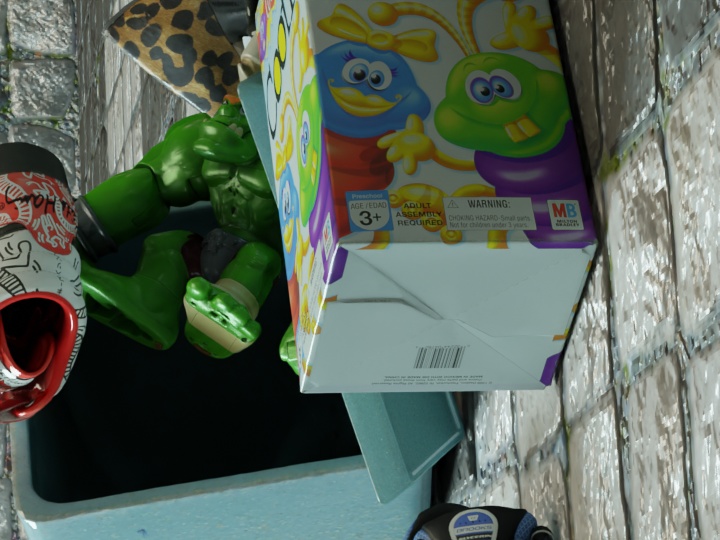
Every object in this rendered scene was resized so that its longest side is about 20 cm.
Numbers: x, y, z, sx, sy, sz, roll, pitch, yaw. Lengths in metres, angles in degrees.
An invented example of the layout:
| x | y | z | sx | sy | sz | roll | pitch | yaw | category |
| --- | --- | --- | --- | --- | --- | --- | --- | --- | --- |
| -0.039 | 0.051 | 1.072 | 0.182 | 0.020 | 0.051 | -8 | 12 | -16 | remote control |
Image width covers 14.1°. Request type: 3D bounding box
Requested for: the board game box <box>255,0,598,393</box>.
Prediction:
| x | y | z | sx | sy | sz | roll | pitch | yaw | category |
| --- | --- | --- | --- | --- | --- | --- | --- | --- | --- |
| 0.022 | -0.062 | 1.184 | 0.103 | 0.105 | 0.200 | 104 | 162 | -52 | board game box |

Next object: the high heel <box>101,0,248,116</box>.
| x | y | z | sx | sy | sz | roll | pitch | yaw | category |
| --- | --- | --- | --- | --- | --- | --- | --- | --- | --- |
| -0.070 | -0.055 | 1.581 | 0.071 | 0.142 | 0.201 | -146 | 56 | -77 | high heel |

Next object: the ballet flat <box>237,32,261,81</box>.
| x | y | z | sx | sy | sz | roll | pitch | yaw | category |
| --- | --- | --- | --- | --- | --- | --- | --- | --- | --- |
| -0.020 | -0.096 | 1.416 | 0.067 | 0.070 | 0.200 | -51 | 11 | -21 | ballet flat |

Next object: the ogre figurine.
| x | y | z | sx | sy | sz | roll | pitch | yaw | category |
| --- | --- | --- | --- | --- | --- | --- | --- | --- | --- |
| -0.063 | -0.019 | 1.382 | 0.200 | 0.098 | 0.120 | -4 | 46 | 54 | ogre figurine |

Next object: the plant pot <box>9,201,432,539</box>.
| x | y | z | sx | sy | sz | roll | pitch | yaw | category |
| --- | --- | --- | --- | --- | --- | --- | --- | --- | --- |
| -0.066 | 0.099 | 1.470 | 0.200 | 0.196 | 0.196 | 83 | 177 | -46 | plant pot |

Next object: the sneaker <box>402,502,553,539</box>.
| x | y | z | sx | sy | sz | roll | pitch | yaw | category |
| --- | --- | --- | --- | --- | --- | --- | --- | --- | --- |
| 0.042 | 0.143 | 1.158 | 0.200 | 0.078 | 0.089 | -131 | 39 | -75 | sneaker |

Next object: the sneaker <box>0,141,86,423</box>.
| x | y | z | sx | sy | sz | roll | pitch | yaw | category |
| --- | --- | --- | --- | --- | --- | --- | --- | --- | --- |
| -0.196 | 0.042 | 1.372 | 0.201 | 0.067 | 0.108 | -50 | 38 | 30 | sneaker |

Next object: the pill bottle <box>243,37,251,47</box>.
| x | y | z | sx | sy | sz | roll | pitch | yaw | category |
| --- | --- | --- | --- | --- | --- | --- | --- | --- | --- |
| -0.063 | -0.207 | 1.625 | 0.200 | 0.112 | 0.112 | 103 | 164 | -50 | pill bottle |

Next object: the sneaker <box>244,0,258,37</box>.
| x | y | z | sx | sy | sz | roll | pitch | yaw | category |
| --- | --- | --- | --- | --- | --- | --- | --- | --- | --- |
| -0.011 | -0.157 | 1.415 | 0.200 | 0.084 | 0.075 | 108 | 159 | -60 | sneaker |

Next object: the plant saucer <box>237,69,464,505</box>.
| x | y | z | sx | sy | sz | roll | pitch | yaw | category |
| --- | --- | --- | --- | --- | --- | --- | --- | --- | --- |
| 0.000 | 0.000 | 1.296 | 0.070 | 0.019 | 0.200 | -36 | -68 | -54 | plant saucer |
